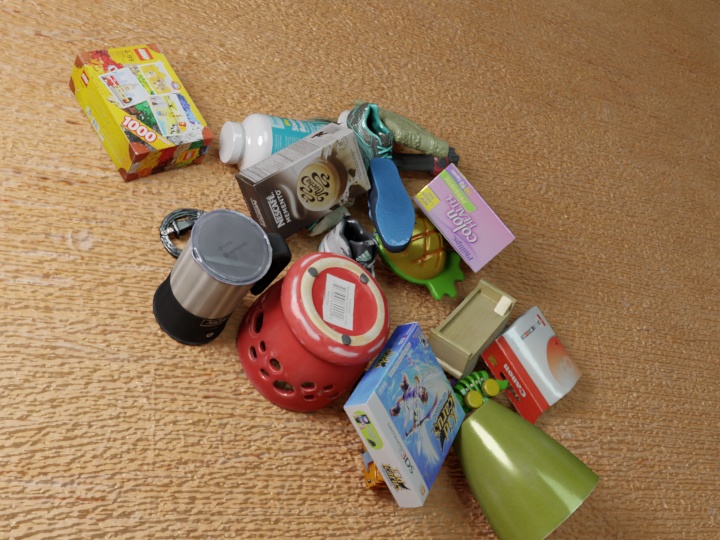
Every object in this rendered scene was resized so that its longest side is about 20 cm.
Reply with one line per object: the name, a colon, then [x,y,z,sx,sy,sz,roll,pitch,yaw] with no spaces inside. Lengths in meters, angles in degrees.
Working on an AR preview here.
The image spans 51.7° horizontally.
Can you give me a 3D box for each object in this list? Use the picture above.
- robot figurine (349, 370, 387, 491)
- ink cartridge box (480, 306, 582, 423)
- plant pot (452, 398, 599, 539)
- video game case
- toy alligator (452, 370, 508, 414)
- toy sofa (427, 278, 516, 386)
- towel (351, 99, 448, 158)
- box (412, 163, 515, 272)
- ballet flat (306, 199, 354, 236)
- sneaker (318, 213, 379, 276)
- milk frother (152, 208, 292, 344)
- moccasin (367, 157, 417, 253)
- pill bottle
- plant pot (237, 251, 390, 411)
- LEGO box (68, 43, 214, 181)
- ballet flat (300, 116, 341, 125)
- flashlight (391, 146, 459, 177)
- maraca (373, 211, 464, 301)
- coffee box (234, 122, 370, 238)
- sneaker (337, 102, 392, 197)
robot figurine: [0.053,0.245,1.167,0.144,0.058,0.202,17,53,-29]
ink cartridge box: [0.320,0.172,1.375,0.163,0.050,0.199,56,36,3]
plant pot: [0.239,0.312,1.182,0.186,0.188,0.200,-27,69,-42]
video game case: [0.073,0.207,1.092,0.183,0.045,0.200,63,37,-18]
toy alligator: [0.169,0.218,1.257,0.199,0.059,0.055,-27,77,-29]
toy sofa: [0.196,0.113,1.347,0.082,0.098,0.200,31,44,20]
towel: [0.077,-0.283,1.471,0.147,0.037,0.200,13,23,-35]
box: [0.200,-0.098,1.400,0.176,0.096,0.200,50,11,5]
ballet flat: [-0.041,-0.126,1.348,0.062,0.067,0.201,37,47,-21]
sneaker: [0.000,0.000,1.234,0.077,0.140,0.202,-16,69,-32]
milk frother: [-0.222,-0.032,1.077,0.200,0.188,0.180,49,46,4]
moccasin: [0.052,-0.106,1.284,0.079,0.069,0.202,3,52,-10]
pill bottle: [-0.143,-0.212,1.301,0.198,0.111,0.112,2,60,-33]
plant pot: [-0.061,0.088,1.114,0.198,0.182,0.203,18,53,-26]
LEGO box: [-0.357,-0.261,1.213,0.148,0.077,0.201,-24,76,-41]
ballet flat: [-0.053,-0.266,1.442,0.198,0.071,0.065,3,32,-36]
flashlight: [0.107,-0.221,1.512,0.198,0.068,0.068,-4,54,-29]
maraca: [0.108,-0.031,1.354,0.199,0.107,0.138,39,56,-10]
coffee box: [-0.093,-0.146,1.236,0.199,0.080,0.114,-33,124,-20]
sneaker: [0.028,-0.217,1.371,0.077,0.091,0.202,-24,87,-41]
